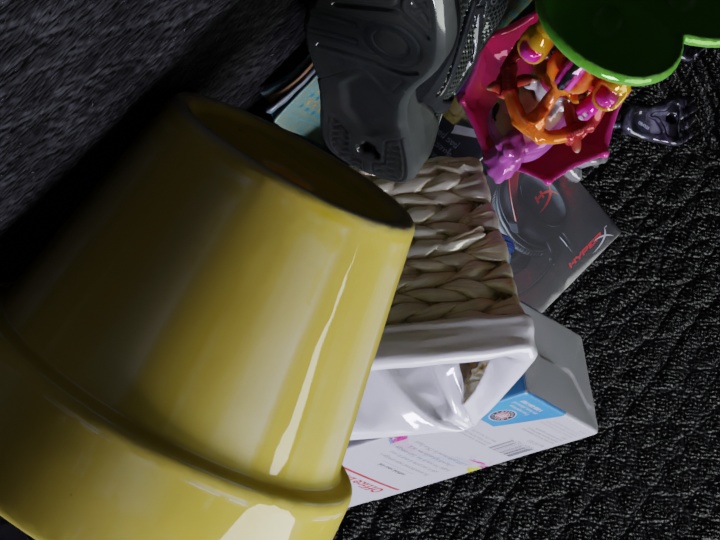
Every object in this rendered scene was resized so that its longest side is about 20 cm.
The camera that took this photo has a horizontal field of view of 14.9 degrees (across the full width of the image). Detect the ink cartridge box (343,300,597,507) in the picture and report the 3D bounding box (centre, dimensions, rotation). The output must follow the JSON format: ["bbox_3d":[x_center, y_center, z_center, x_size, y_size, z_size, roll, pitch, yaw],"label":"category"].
[{"bbox_3d":[0.029,0.085,1.677,0.199,0.068,0.115,-19,157,22],"label":"ink cartridge box"}]

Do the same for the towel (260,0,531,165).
[{"bbox_3d":[0.040,-0.142,1.516,0.200,0.022,0.147,-46,158,5],"label":"towel"}]

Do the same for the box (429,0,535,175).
[{"bbox_3d":[0.081,-0.138,1.644,0.200,0.106,0.122,-44,175,9],"label":"box"}]

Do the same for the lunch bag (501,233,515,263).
[{"bbox_3d":[0.000,0.000,1.727,0.200,0.159,0.076,173,-73,-66],"label":"lunch bag"}]

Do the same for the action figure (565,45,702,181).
[{"bbox_3d":[0.128,-0.115,1.781,0.199,0.120,0.102,1,180,38],"label":"action figure"}]

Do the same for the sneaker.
[{"bbox_3d":[0.026,-0.136,1.375,0.200,0.076,0.115,86,26,-65],"label":"sneaker"}]

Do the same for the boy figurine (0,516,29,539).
[{"bbox_3d":[-0.232,0.176,1.595,0.064,0.125,0.200,-23,167,-16],"label":"boy figurine"}]

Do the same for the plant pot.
[{"bbox_3d":[-0.075,0.030,1.272,0.190,0.200,0.201,-61,173,11],"label":"plant pot"}]

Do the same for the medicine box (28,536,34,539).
[{"bbox_3d":[-0.150,0.219,1.599,0.183,0.102,0.201,116,-17,-44],"label":"medicine box"}]

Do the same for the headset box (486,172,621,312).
[{"bbox_3d":[0.061,-0.051,1.914,0.149,0.200,0.075,-44,-153,-5],"label":"headset box"}]

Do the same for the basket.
[{"bbox_3d":[-0.020,0.020,1.525,0.199,0.124,0.136,-4,160,-17],"label":"basket"}]

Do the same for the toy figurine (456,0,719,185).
[{"bbox_3d":[0.116,-0.109,1.481,0.200,0.150,0.184,-57,180,-44],"label":"toy figurine"}]
